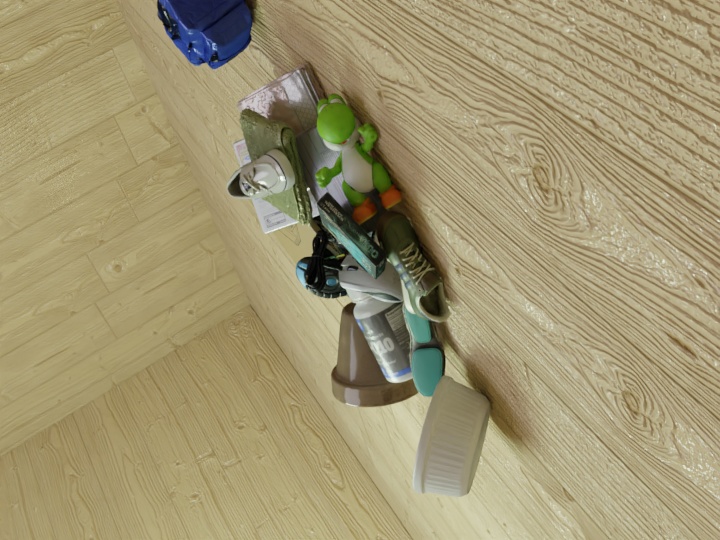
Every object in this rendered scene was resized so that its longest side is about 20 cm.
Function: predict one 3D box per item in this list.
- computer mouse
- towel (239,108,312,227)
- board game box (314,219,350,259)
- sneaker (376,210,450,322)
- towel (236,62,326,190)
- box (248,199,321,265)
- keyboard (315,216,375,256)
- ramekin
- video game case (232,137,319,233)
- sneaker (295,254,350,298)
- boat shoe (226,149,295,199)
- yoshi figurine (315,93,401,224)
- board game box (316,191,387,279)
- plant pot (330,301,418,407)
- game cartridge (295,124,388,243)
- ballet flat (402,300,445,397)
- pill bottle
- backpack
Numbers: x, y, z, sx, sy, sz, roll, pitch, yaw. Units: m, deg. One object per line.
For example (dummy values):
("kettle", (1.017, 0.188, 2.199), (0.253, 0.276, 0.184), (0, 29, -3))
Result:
("computer mouse", (0.000, 0.000, 1.550), (0.195, 0.112, 0.044), (12, 156, 6))
("towel", (-0.145, -0.180, 1.536), (0.147, 0.036, 0.203), (30, 144, 44))
("board game box", (-0.100, -0.106, 1.834), (0.202, 0.103, 0.024), (56, 140, 20))
("sneaker", (0.095, 0.000, 1.405), (0.089, 0.067, 0.203), (30, 148, 52))
("towel", (-0.115, -0.239, 1.548), (0.189, 0.032, 0.203), (-18, 104, 44))
("box", (-0.150, -0.108, 1.747), (0.201, 0.021, 0.164), (53, 154, 7))
("keyboard", (-0.053, -0.102, 1.668), (0.198, 0.021, 0.129), (36, 139, 21))
("ramekin", (0.161, 0.292, 1.506), (0.092, 0.205, 0.204), (14, 151, 14))
("video game case", (-0.135, -0.182, 1.644), (0.197, 0.024, 0.186), (-15, 97, 34))
("sneaker", (-0.041, 0.009, 1.698), (0.073, 0.197, 0.083), (-46, 37, 36))
("boat shoe", (-0.177, -0.157, 1.499), (0.199, 0.065, 0.073), (5, 124, 60))
("yoshi figurine", (-0.016, -0.179, 1.366), (0.203, 0.111, 0.112), (63, 151, -2))
("board game box", (-0.013, -0.051, 1.416), (0.135, 0.028, 0.200), (46, 176, 5))
("plant pot", (0.027, 0.155, 1.769), (0.200, 0.196, 0.179), (-148, 47, -64))
("game cartridge", (-0.035, -0.153, 1.494), (0.128, 0.038, 0.203), (-18, 105, 40))
("ballet flat", (0.118, 0.122, 1.558), (0.076, 0.066, 0.204), (-58, -39, -60))
("pill bottle", (0.055, 0.095, 1.633), (0.203, 0.112, 0.114), (63, 167, -11))
("backpack", (-0.288, -0.467, 1.642), (0.170, 0.161, 0.200), (56, 166, -1))
